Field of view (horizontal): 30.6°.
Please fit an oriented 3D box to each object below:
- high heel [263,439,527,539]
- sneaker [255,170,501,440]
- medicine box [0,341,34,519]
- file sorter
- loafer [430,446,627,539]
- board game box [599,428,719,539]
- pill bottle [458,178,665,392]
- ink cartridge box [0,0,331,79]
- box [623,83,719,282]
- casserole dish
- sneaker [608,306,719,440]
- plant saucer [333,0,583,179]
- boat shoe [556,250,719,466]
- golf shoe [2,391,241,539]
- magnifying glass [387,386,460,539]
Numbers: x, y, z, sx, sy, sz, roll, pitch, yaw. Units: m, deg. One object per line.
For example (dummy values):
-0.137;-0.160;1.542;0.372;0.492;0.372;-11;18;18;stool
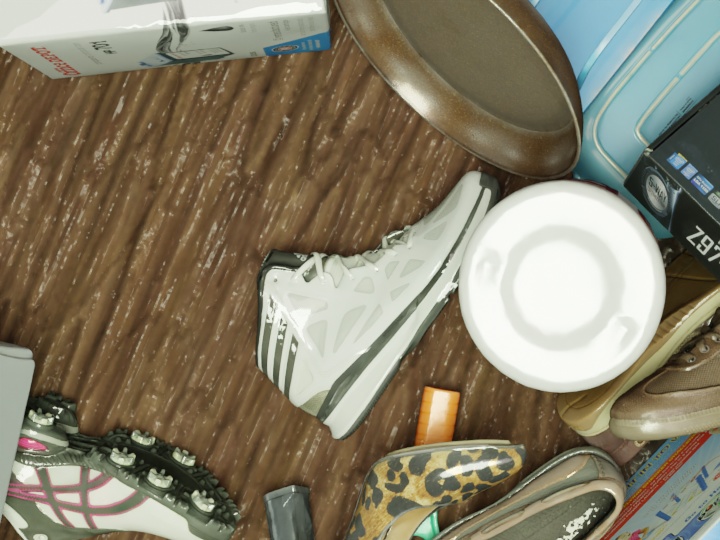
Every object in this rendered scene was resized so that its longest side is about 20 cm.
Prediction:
0.030;0.190;0.828;0.198;0.071;0.144;-22;69;28;high heel
0.000;0.000;0.859;0.115;0.076;0.202;35;97;0;sneaker
-0.325;0.117;0.815;0.198;0.103;0.185;11;89;25;medicine box
0.100;-0.215;0.828;0.199;0.123;0.139;39;81;8;file sorter
0.088;0.189;0.840;0.200;0.063;0.072;-42;92;5;loafer
0.187;0.177;0.800;0.056;0.196;0.200;45;90;1;board game box
0.125;0.003;0.795;0.113;0.200;0.116;1;94;12;pill bottle
-0.120;-0.181;0.833;0.197;0.146;0.087;-7;91;0;ink cartridge box
0.284;-0.036;0.797;0.160;0.044;0.200;-37;76;-22;box
0.224;-0.115;0.886;0.121;0.039;0.200;42;90;1;casserole dish
0.236;0.047;0.817;0.198;0.070;0.077;-16;89;-15;sneaker
0.063;-0.138;0.810;0.200;0.200;0.032;41;76;1;plant saucer
0.222;0.048;0.873;0.200;0.072;0.072;-46;109;-5;boat shoe
-0.176;0.146;0.869;0.198;0.077;0.089;22;99;8;golf shoe
0.038;0.180;0.887;0.078;0.022;0.203;10;88;0;magnifying glass
